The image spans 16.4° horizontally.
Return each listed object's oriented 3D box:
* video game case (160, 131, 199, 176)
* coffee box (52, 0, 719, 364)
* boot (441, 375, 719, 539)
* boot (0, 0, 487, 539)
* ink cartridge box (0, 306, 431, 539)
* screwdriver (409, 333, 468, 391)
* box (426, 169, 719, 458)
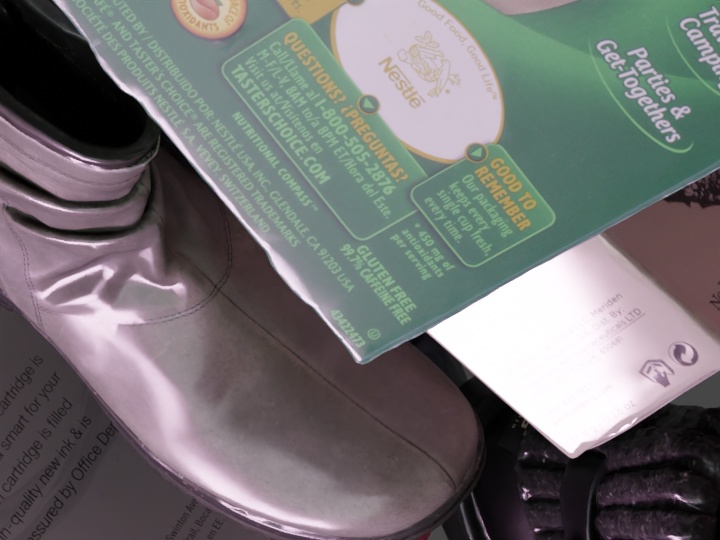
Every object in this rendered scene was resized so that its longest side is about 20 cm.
[{"bbox_3d":[-0.143,-0.086,0.755,0.200,0.025,0.180,54,144,-11],"label":"video game case"},{"bbox_3d":[0.044,-0.074,0.531,0.200,0.044,0.123,-31,111,27],"label":"coffee box"},{"bbox_3d":[0.110,0.121,0.728,0.211,0.079,0.158,56,160,-20],"label":"boot"},{"bbox_3d":[-0.056,-0.007,0.634,0.200,0.068,0.131,34,162,12],"label":"boot"},{"bbox_3d":[-0.100,0.090,0.754,0.200,0.146,0.085,31,143,4],"label":"ink cartridge box"},{"bbox_3d":[0.000,0.000,0.723,0.029,0.028,0.200,43,171,31],"label":"screwdriver"},{"bbox_3d":[0.015,-0.052,0.630,0.200,0.082,0.068,41,136,-12],"label":"box"}]
